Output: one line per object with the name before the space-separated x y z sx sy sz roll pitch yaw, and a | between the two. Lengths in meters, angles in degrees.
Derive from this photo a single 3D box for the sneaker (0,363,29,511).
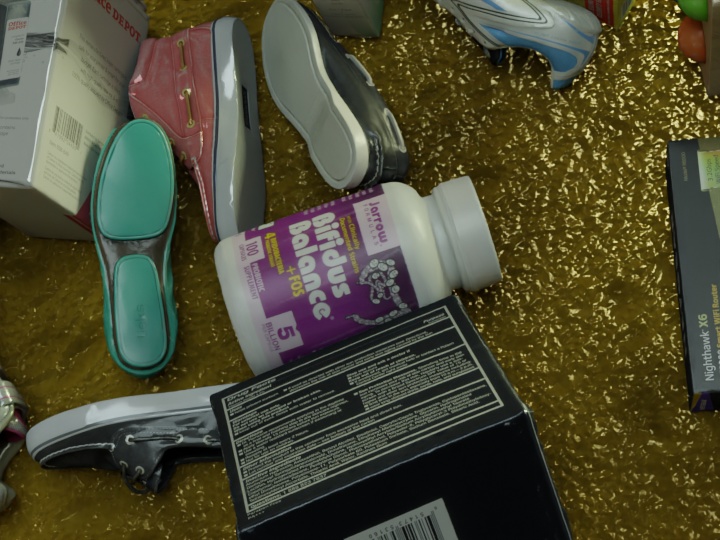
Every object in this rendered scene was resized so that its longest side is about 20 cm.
sneaker | -0.294 0.102 1.241 0.087 0.081 0.202 -1 76 4

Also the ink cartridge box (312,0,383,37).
ink cartridge box | -0.020 -0.301 1.276 0.050 0.200 0.163 2 70 15

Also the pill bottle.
pill bottle | 0.000 0.000 1.209 0.198 0.112 0.113 -19 68 1

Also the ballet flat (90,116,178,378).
ballet flat | -0.177 -0.015 1.260 0.067 0.070 0.202 -1 80 -14

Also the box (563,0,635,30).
box | 0.130 -0.267 1.310 0.199 0.075 0.050 27 78 16

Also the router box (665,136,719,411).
router box | 0.311 -0.003 1.194 0.155 0.052 0.202 -5 69 7

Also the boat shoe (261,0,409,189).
boat shoe | -0.021 -0.143 1.293 0.060 0.074 0.201 1 43 -34

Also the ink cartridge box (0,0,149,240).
ink cartridge box | -0.241 -0.140 1.270 0.084 0.146 0.202 4 75 18

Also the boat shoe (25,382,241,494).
boat shoe | -0.150 0.133 1.212 0.198 0.070 0.067 -8 68 -3

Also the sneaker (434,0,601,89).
sneaker | 0.094 -0.211 1.293 0.199 0.072 0.073 31 104 13

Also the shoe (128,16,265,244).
shoe | -0.131 -0.103 1.295 0.090 0.071 0.202 -10 69 15

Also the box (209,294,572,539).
box | 0.016 0.137 1.098 0.198 0.124 0.199 -22 24 -1

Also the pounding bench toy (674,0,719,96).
pounding bench toy | 0.316 -0.192 1.212 0.154 0.125 0.202 -9 61 6
